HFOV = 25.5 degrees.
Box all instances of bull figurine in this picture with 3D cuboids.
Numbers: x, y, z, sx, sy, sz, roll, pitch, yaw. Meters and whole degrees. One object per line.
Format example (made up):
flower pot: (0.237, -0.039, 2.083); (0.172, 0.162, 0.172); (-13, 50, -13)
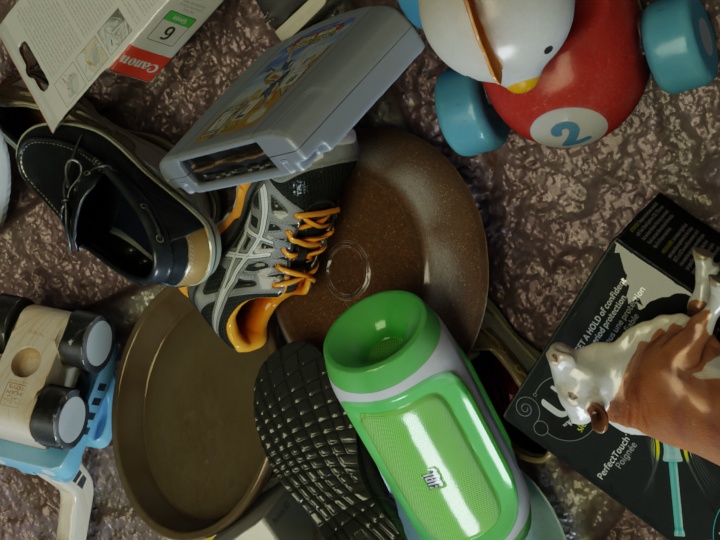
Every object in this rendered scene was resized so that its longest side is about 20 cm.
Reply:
bull figurine: (0.209, 0.066, 0.924); (0.198, 0.065, 0.123); (26, 112, 15)

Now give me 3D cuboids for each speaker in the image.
speaker: (0.048, 0.110, 1.061); (0.087, 0.089, 0.201); (-9, 129, 26)

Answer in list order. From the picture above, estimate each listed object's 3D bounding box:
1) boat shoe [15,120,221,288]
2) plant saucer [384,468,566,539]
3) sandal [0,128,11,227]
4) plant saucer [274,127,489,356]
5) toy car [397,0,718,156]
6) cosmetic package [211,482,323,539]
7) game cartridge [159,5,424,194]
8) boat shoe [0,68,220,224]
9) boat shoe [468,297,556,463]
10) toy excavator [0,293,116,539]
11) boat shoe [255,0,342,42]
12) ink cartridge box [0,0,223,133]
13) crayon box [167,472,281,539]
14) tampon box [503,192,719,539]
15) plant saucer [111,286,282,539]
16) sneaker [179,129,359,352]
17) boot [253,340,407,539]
boat shoe: (-0.183, -0.048, 1.117); (0.199, 0.062, 0.075); (34, 122, 31)
plant saucer: (0.068, 0.208, 1.193); (0.198, 0.039, 0.204); (8, 109, 23)
sandal: (-0.303, -0.085, 1.207); (0.083, 0.050, 0.204); (47, 153, 23)
plant saucer: (0.000, 0.000, 1.120); (0.199, 0.036, 0.203); (1, 91, 41)
toy car: (0.097, -0.149, 0.974); (0.182, 0.200, 0.179); (-15, 100, 28)
cosmetic package: (-0.026, 0.260, 1.163); (0.073, 0.104, 0.201); (-33, 95, 19)
game cartridge: (-0.045, -0.111, 1.025); (0.042, 0.134, 0.199); (45, 158, -20)
boat shoe: (-0.200, -0.079, 1.206); (0.199, 0.068, 0.075); (31, 117, 12)
boat shoe: (0.073, 0.061, 1.127); (0.199, 0.066, 0.074); (35, 118, 11)
toy excavator: (-0.242, 0.143, 1.285); (0.099, 0.200, 0.197); (8, 66, 22)
boat shoe: (-0.005, -0.235, 1.067); (0.063, 0.073, 0.200); (50, 124, -1)
ink cartridge box: (-0.166, -0.199, 1.133); (0.200, 0.050, 0.110); (-44, 63, 23)
crayon box: (-0.073, 0.252, 1.264); (0.124, 0.052, 0.202); (-14, 100, 27)
tampon box: (0.224, 0.077, 1.030); (0.199, 0.126, 0.151); (36, 117, 11)
plant saucer: (-0.119, 0.103, 1.203); (0.199, 0.029, 0.203); (-11, 74, 43)
sneaker: (-0.053, -0.022, 1.096); (0.200, 0.078, 0.078); (-51, 60, 40)
boot: (-0.012, 0.156, 1.127); (0.067, 0.131, 0.202); (-25, 75, 1)
